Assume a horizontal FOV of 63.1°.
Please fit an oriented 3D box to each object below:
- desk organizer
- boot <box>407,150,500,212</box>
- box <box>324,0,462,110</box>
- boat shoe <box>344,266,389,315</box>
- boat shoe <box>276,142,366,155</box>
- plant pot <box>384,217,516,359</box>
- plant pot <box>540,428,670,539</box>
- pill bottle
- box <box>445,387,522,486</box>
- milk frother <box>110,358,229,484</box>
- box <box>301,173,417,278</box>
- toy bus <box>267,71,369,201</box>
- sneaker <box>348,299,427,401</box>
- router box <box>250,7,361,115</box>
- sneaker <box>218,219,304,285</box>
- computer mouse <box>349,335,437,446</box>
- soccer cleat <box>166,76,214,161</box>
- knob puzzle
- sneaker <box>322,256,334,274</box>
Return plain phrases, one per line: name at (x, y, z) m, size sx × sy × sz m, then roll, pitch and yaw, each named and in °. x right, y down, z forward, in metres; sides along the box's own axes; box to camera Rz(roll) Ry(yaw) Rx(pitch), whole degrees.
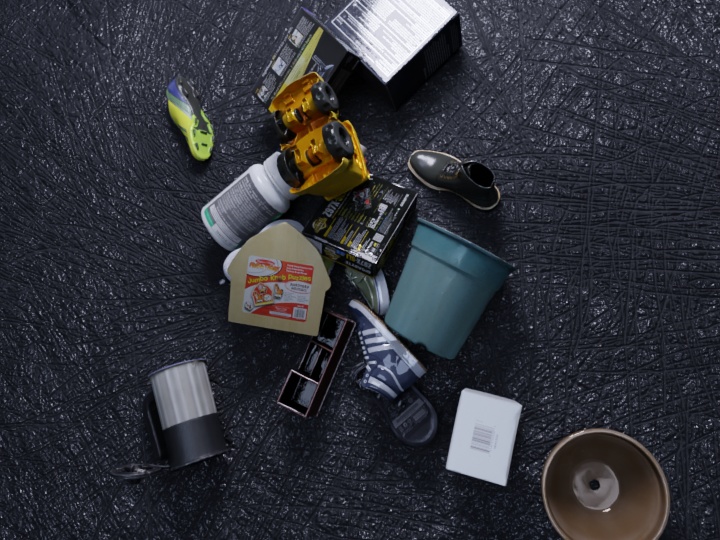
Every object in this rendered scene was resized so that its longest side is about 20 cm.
desk organizer at (-0.084, 0.177, 1.134) m, size 0.071 × 0.077 × 0.203 m, roll 22°, pitch 85°, yaw 14°
boot at (0.176, -0.194, 1.113) m, size 0.198 × 0.138 × 0.078 m, roll 26°, pitch 87°, yaw 16°
box at (0.067, -0.478, 1.193) m, size 0.198 × 0.123 × 0.200 m, roll -42°, pitch 73°, yaw 2°
boat shoe at (0.000, 0.000, 1.142) m, size 0.061 × 0.072 × 0.202 m, roll -13°, pitch 62°, yaw -16°
boat shoe at (-0.086, -0.242, 1.218) m, size 0.198 × 0.075 × 0.094 m, roll 22°, pitch 92°, yaw 23°
plant pot at (0.148, 0.039, 1.060) m, size 0.198 × 0.200 × 0.198 m, roll 27°, pitch 94°, yaw 15°
plant pot at (0.403, 0.368, 0.991) m, size 0.197 × 0.093 × 0.205 m, roll -2°, pitch 81°, yaw 12°
pill bottle at (-0.214, -0.140, 1.185) m, size 0.199 × 0.113 × 0.114 m, roll -36°, pitch 75°, yaw 14°
box at (0.208, 0.273, 0.992) m, size 0.096 × 0.200 × 0.126 m, roll 12°, pitch 83°, yaw 13°
milk frother at (-0.375, 0.288, 1.115) m, size 0.178 × 0.200 × 0.191 m, roll -23°, pitch 76°, yaw 11°
box at (0.002, -0.099, 1.136) m, size 0.158 × 0.050 × 0.201 m, roll 21°, pitch 56°, yaw 15°
toy bus at (-0.059, -0.236, 1.097) m, size 0.134 × 0.191 × 0.203 m, roll -25°, pitch 72°, yaw 28°
sneaker at (0.020, 0.151, 1.092) m, size 0.109 × 0.070 × 0.200 m, roll -45°, pitch 65°, yaw 0°
router box at (-0.112, -0.385, 1.162) m, size 0.158 × 0.052 × 0.201 m, roll 49°, pitch 114°, yaw 23°
sneaker at (-0.206, -0.033, 1.198) m, size 0.199 × 0.113 × 0.076 m, roll -36°, pitch 94°, yaw -32°
computer mouse at (0.080, 0.237, 1.107) m, size 0.138 × 0.053 × 0.201 m, roll -37°, pitch 63°, yaw 6°
soccer cleat at (-0.381, -0.329, 1.304) m, size 0.083 × 0.064 × 0.203 m, roll -27°, pitch 79°, yaw 37°
knob puzzle at (-0.151, 0.009, 1.104) m, size 0.216 × 0.030 × 0.224 m, roll 0°, pitch 100°, yaw 1°
sneaker at (-0.124, 0.003, 1.167) m, size 0.078 × 0.090 × 0.200 m, roll 42°, pitch 89°, yaw 17°
